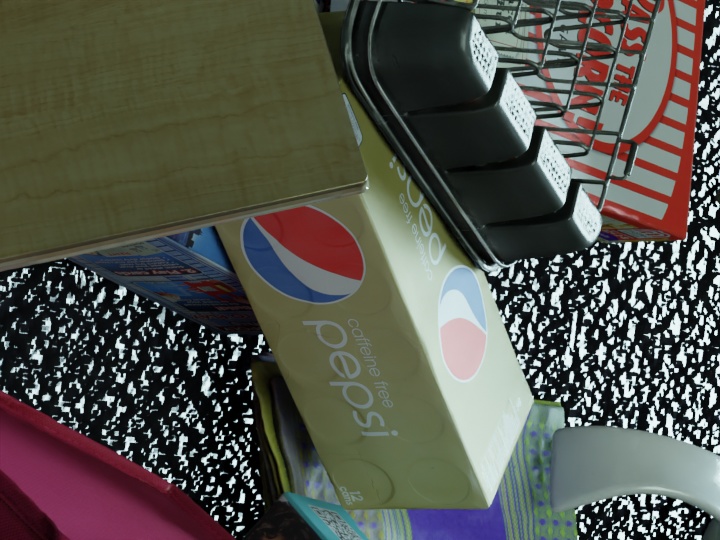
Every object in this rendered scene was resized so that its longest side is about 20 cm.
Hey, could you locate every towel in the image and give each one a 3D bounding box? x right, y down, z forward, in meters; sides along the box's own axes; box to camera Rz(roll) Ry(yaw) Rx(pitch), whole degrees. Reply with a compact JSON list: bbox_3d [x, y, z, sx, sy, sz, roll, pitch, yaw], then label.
[{"bbox_3d":[0.031,0.112,1.246,0.200,0.023,0.144,12,63,-44],"label":"towel"}]

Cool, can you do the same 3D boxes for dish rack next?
[{"bbox_3d":[0.069,-0.116,1.144,0.153,0.054,0.200,54,46,-49],"label":"dish rack"}]

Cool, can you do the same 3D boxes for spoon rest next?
[{"bbox_3d":[0.162,0.125,1.342,0.200,0.061,0.099,37,46,-42],"label":"spoon rest"}]

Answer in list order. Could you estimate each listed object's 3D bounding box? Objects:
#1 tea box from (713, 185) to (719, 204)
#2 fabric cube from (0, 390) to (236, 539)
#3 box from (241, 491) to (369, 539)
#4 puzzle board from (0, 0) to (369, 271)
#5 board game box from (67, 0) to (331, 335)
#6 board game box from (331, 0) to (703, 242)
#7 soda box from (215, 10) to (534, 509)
[{"bbox_3d":[0.307,-0.056,1.410,0.200,0.134,0.197,38,72,-31],"label":"tea box"},{"bbox_3d":[-0.134,0.162,1.024,0.200,0.196,0.199,33,93,-41],"label":"fabric cube"},{"bbox_3d":[-0.057,0.185,1.139,0.200,0.082,0.049,-49,152,10],"label":"box"},{"bbox_3d":[-0.112,-0.071,1.045,0.200,0.017,0.151,-12,64,-9],"label":"puzzle board"},{"bbox_3d":[-0.064,-0.067,1.166,0.200,0.062,0.200,50,46,-50],"label":"board game box"},{"bbox_3d":[0.068,-0.105,1.245,0.200,0.046,0.152,16,76,-49],"label":"board game box"},{"bbox_3d":[0.000,0.000,1.145,0.064,0.068,0.200,-63,141,-44],"label":"soda box"}]
